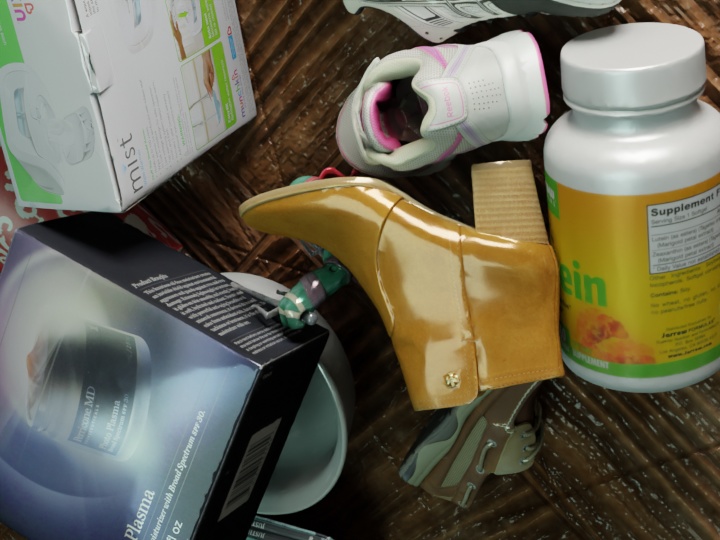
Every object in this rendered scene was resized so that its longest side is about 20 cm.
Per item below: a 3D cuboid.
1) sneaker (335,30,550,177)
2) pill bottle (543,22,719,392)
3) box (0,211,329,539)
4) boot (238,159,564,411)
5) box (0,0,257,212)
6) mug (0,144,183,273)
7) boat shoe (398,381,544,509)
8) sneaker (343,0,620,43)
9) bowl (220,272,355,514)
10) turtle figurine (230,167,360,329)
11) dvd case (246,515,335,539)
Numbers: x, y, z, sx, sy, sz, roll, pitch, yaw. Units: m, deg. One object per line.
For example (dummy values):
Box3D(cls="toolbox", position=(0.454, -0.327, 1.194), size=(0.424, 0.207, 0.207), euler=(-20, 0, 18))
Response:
Box3D(cls="sneaker", position=(0.028, -0.101, 0.853), size=(0.200, 0.088, 0.082), euler=(-15, 87, 61))
Box3D(cls="pill bottle", position=(0.167, -0.039, 0.821), size=(0.110, 0.111, 0.202), euler=(6, 119, 28))
Box3D(cls="box", position=(-0.159, 0.094, 0.939), size=(0.197, 0.123, 0.201), euler=(27, 107, 16))
Box3D(cls="boot", position=(0.022, 0.014, 0.838), size=(0.199, 0.071, 0.146), euler=(-5, 89, 18))
Box3D(cls="box", position=(-0.164, -0.164, 0.907), size=(0.096, 0.176, 0.202), euler=(5, 119, 28))
Box3D(cls="mug", position=(-0.244, -0.049, 1.079), size=(0.200, 0.178, 0.134), euler=(42, 92, -2))
Box3D(cls="boat shoe", position=(0.100, 0.105, 0.976), size=(0.072, 0.076, 0.200), euler=(37, 138, 2))
Box3D(cls="sneaker", position=(0.071, -0.179, 0.836), size=(0.199, 0.076, 0.088), euler=(20, 139, 26))
Box3D(cls="bowl", position=(-0.079, 0.079, 1.050), size=(0.200, 0.090, 0.203), euler=(15, 124, 24))
Box3D(cls="turtle figurine", position=(0.000, 0.000, 0.927), size=(0.200, 0.150, 0.101), euler=(38, 117, 13))
Box3D(cls="dvd case", position=(-0.087, 0.220, 1.127), size=(0.198, 0.022, 0.146), euler=(11, 161, 27))
